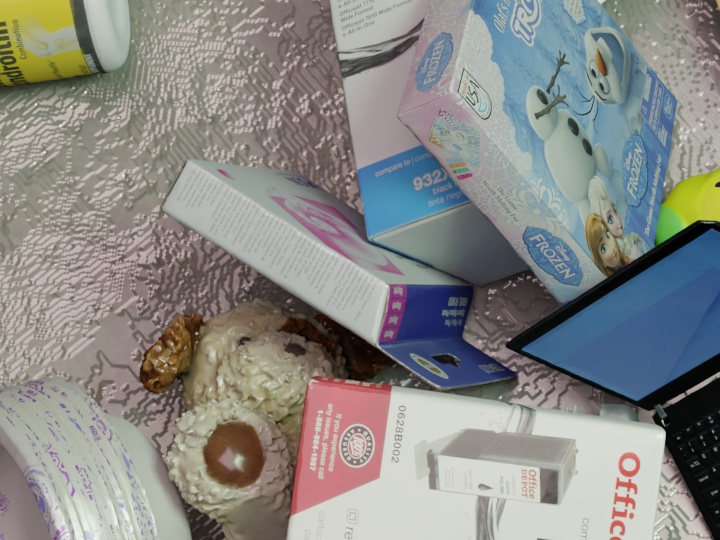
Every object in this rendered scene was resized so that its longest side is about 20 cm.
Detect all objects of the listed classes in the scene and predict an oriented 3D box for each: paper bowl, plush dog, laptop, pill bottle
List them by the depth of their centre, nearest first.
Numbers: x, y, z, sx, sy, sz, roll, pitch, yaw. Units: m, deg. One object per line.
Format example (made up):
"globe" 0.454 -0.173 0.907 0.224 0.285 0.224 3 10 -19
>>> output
"laptop" 0.213 0.085 1.335 0.103 0.177 0.201 -17 77 -44
"paper bowl" -0.173 0.163 1.374 0.104 0.201 0.202 -14 68 -32
"plush dog" -0.046 0.096 1.422 0.199 0.161 0.173 -1 55 -23
"pill bottle" -0.258 -0.175 1.523 0.198 0.112 0.113 -7 72 4

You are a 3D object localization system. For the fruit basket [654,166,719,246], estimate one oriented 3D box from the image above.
"fruit basket" 0.285 -0.027 1.408 0.214 0.156 0.217 2 77 -9

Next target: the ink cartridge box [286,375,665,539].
"ink cartridge box" 0.060 0.143 1.270 0.198 0.083 0.148 7 87 2

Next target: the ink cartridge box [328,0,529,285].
"ink cartridge box" 0.058 -0.108 1.438 0.083 0.145 0.201 -20 69 28

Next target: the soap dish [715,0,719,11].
"soap dish" 0.320 -0.201 1.482 0.199 0.081 0.158 -18 72 0

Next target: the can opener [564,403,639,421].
"can opener" 0.146 0.178 1.400 0.066 0.053 0.201 -3 74 6

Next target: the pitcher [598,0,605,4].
"pitcher" 0.170 -0.285 1.480 0.171 0.121 0.201 -20 53 30

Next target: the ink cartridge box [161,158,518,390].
"ink cartridge box" 0.000 0.000 1.397 0.199 0.196 0.043 31 98 14

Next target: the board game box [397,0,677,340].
"board game box" 0.112 -0.097 1.384 0.043 0.199 0.201 -23 35 34
